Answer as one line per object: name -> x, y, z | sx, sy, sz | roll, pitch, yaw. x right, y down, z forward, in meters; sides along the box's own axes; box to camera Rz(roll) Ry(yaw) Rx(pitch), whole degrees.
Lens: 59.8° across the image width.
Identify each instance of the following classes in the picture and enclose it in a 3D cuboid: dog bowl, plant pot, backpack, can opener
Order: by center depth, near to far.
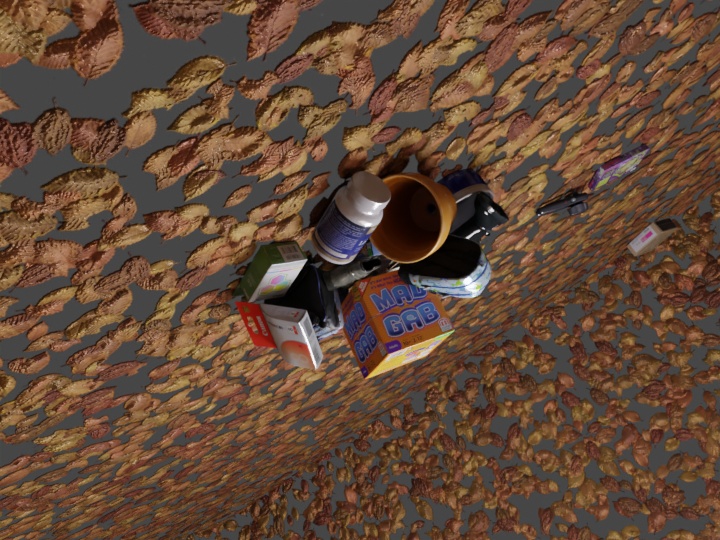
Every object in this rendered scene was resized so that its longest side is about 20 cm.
plant pot -> 0.136, -0.135, 1.468 | 0.200, 0.200, 0.183 | -47, 168, 31
backpack -> 0.220, -0.012, 1.526 | 0.199, 0.154, 0.163 | -4, -135, 49
backpack -> -0.145, 0.099, 1.578 | 0.190, 0.201, 0.154 | -24, 146, 23
dog bowl -> 0.246, -0.171, 1.646 | 0.199, 0.079, 0.200 | -26, 157, -12
can opener -> 0.686, -0.222, 2.116 | 0.199, 0.079, 0.063 | -13, 160, -18

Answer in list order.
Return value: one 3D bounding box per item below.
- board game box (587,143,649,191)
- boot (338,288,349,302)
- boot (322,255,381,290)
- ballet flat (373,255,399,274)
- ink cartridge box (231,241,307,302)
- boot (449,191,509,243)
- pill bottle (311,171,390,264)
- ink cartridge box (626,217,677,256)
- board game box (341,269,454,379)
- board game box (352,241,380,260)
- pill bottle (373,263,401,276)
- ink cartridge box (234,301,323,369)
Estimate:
board game box -> 0.880, -0.351, 2.137 | 0.199, 0.032, 0.120 | -26, 160, -16
boot -> -0.057, 0.084, 1.764 | 0.073, 0.091, 0.200 | -30, 157, -3
boot -> 0.000, 0.000, 1.577 | 0.130, 0.068, 0.200 | -21, -179, 22
ballet flat -> 0.128, -0.046, 1.764 | 0.199, 0.067, 0.068 | -32, 157, 1
ink cartridge box -> -0.217, 0.020, 1.477 | 0.104, 0.059, 0.200 | -9, 148, -42
boot -> 0.290, -0.117, 1.626 | 0.162, 0.074, 0.198 | -36, 157, 18
pill bottle -> -0.021, -0.116, 1.379 | 0.115, 0.116, 0.200 | -11, 150, -40
ink cartridge box -> 1.482, -0.170, 3.183 | 0.164, 0.075, 0.200 | -12, 150, -36
board game box -> 0.084, 0.133, 1.631 | 0.199, 0.201, 0.200 | -16, 159, -25
board game box -> 0.061, -0.060, 1.613 | 0.199, 0.035, 0.135 | -12, -179, -41
pill bottle -> 0.110, 0.024, 1.833 | 0.199, 0.106, 0.106 | -26, 156, -13
ink cartridge box -> -0.200, 0.152, 1.480 | 0.050, 0.199, 0.163 | -63, 149, -43
